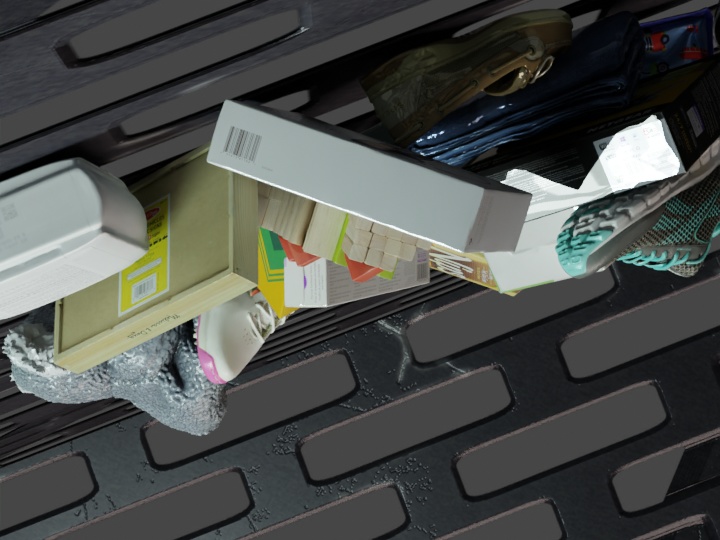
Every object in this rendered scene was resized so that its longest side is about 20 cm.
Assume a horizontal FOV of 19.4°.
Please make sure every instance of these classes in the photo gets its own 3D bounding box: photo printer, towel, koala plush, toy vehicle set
[{"bbox_3d":[-0.240,-0.017,1.505,0.165,0.070,0.200,-22,175,4],"label":"photo printer"},{"bbox_3d":[0.129,-0.137,1.649,0.199,0.049,0.112,-21,-160,26],"label":"towel"},{"bbox_3d":[-0.230,0.070,1.935,0.198,0.186,0.177,-8,171,-11],"label":"koala plush"},{"bbox_3d":[-0.156,-0.012,1.592,0.199,0.125,0.026,-25,143,35],"label":"toy vehicle set"}]

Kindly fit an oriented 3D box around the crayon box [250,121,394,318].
[{"bbox_3d":[-0.023,-0.034,1.763,0.126,0.051,0.200,-30,162,-19],"label":"crayon box"}]

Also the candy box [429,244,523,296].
[{"bbox_3d":[0.066,-0.040,1.923,0.198,0.056,0.115,20,170,-3],"label":"candy box"}]

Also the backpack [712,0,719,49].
[{"bbox_3d":[0.374,-0.193,1.614,0.150,0.178,0.200,-43,171,-7],"label":"backpack"}]

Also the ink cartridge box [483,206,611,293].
[{"bbox_3d":[0.198,-0.062,1.753,0.117,0.068,0.200,-14,-164,44],"label":"ink cartridge box"}]

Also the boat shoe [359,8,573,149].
[{"bbox_3d":[0.087,-0.142,1.547,0.200,0.064,0.073,-21,174,-42],"label":"boat shoe"}]

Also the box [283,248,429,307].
[{"bbox_3d":[0.000,0.000,1.693,0.038,0.042,0.200,0,-174,25],"label":"box"}]

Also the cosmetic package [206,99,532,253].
[{"bbox_3d":[0.010,-0.066,1.497,0.198,0.052,0.151,20,-176,16],"label":"cosmetic package"}]

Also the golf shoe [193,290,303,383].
[{"bbox_3d":[-0.083,0.018,1.871,0.091,0.076,0.201,-1,-135,27],"label":"golf shoe"}]

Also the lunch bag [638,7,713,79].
[{"bbox_3d":[0.188,-0.151,1.795,0.198,0.095,0.150,-7,172,-18],"label":"lunch bag"}]

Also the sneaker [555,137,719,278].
[{"bbox_3d":[0.230,-0.031,1.611,0.199,0.092,0.077,-33,-167,-37],"label":"sneaker"}]

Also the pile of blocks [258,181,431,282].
[{"bbox_3d":[-0.018,-0.026,1.575,0.082,0.063,0.200,13,-171,-35],"label":"pile of blocks"}]

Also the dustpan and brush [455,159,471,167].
[{"bbox_3d":[0.082,-0.088,1.756,0.138,0.058,0.200,5,180,3],"label":"dustpan and brush"}]

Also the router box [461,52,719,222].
[{"bbox_3d":[0.183,-0.097,1.641,0.199,0.053,0.157,-17,-167,32],"label":"router box"}]
